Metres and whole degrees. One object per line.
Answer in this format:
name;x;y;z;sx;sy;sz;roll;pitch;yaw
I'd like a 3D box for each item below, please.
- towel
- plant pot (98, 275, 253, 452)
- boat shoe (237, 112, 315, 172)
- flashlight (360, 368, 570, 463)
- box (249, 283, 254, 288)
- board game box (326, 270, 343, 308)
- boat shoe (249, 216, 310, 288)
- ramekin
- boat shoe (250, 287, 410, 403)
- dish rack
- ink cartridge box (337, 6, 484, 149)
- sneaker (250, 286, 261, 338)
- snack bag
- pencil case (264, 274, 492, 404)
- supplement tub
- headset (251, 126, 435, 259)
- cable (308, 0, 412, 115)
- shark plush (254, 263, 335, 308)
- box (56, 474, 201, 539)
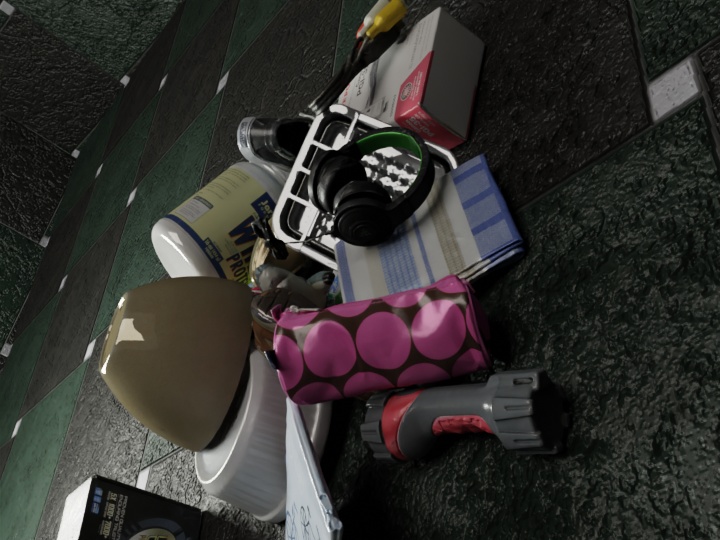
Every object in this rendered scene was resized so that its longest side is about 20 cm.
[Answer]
towel;0.062;-0.021;0.794;0.197;0.024;0.149;-31;43;16
plant pot;-0.223;0.091;0.908;0.201;0.132;0.204;-49;29;41
boat shoe;-0.076;-0.167;1.009;0.066;0.198;0.076;1;88;26
flashlight;0.084;0.130;0.663;0.198;0.067;0.069;-13;50;49
box;-0.167;0.068;1.139;0.199;0.047;0.124;20;83;61
board game box;0.000;0.000;0.943;0.095;0.030;0.204;-28;42;47
boat shoe;-0.073;-0.055;1.040;0.064;0.072;0.202;10;57;51
ramekin;-0.117;0.173;0.894;0.203;0.092;0.206;-46;33;42
boat shoe;-0.034;0.092;0.816;0.198;0.075;0.073;31;124;26
dish rack;0.008;-0.079;0.890;0.197;0.043;0.175;26;92;26
ink cartridge box;0.049;-0.202;0.968;0.198;0.082;0.150;-21;49;51
sneaker;-0.162;0.122;1.000;0.075;0.079;0.205;-69;-6;-79
snack bag;-0.043;0.240;0.717;0.189;0.021;0.205;-121;30;-59
pencil case;0.017;0.060;0.706;0.195;0.096;0.091;-12;2;9
supplement tub;-0.175;-0.058;1.095;0.199;0.147;0.144;-41;21;-24
headset;-0.017;-0.082;0.813;0.198;0.094;0.124;-38;47;-2
cable;-0.012;-0.258;0.933;0.200;0.051;0.096;-48;21;-25
shark plush;-0.079;0.026;0.953;0.093;0.082;0.200;-64;-2;3
box;-0.296;0.383;0.970;0.086;0.162;0.204;-37;37;36
